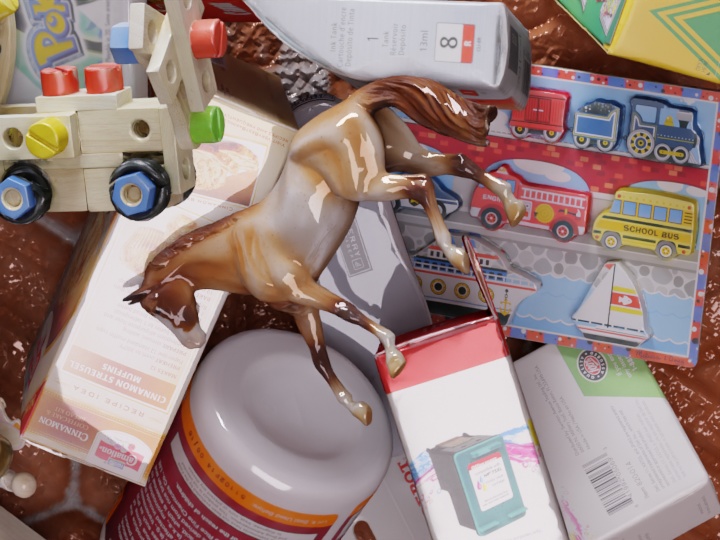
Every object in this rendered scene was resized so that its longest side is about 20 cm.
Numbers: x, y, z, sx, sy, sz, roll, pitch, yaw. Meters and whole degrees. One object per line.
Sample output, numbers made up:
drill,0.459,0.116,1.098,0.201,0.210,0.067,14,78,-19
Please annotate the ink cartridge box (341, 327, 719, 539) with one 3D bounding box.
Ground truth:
ink cartridge box,0.083,0.124,1.530,0.199,0.067,0.117,-28,67,2

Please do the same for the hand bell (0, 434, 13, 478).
hand bell,-0.268,0.033,1.442,0.104,0.104,0.200,-31,69,2

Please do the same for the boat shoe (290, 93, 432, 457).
boat shoe,0.000,0.000,1.502,0.068,0.057,0.201,-11,100,4

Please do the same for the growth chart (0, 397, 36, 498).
growth chart,-0.239,0.027,1.469,0.018,0.144,0.201,-32,110,-31

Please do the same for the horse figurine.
horse figurine,-0.008,-0.021,1.342,0.132,0.050,0.200,40,111,12

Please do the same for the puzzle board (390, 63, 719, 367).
puzzle board,0.092,-0.035,1.500,0.199,0.017,0.151,10,104,17

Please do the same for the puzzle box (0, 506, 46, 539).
puzzle box,-0.262,0.148,1.517,0.200,0.025,0.133,39,125,-14

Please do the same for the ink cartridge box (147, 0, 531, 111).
ink cartridge box,-0.018,-0.110,1.412,0.199,0.162,0.050,0,90,8

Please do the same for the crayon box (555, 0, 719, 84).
crayon box,0.196,-0.132,1.433,0.172,0.200,0.059,13,103,-9

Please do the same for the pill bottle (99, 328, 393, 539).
pill bottle,-0.072,0.132,1.485,0.113,0.113,0.200,24,131,-12

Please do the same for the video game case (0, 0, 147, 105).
video game case,-0.189,-0.166,1.355,0.181,0.022,0.201,6,106,21

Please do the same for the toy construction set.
toy construction set,-0.138,-0.088,1.299,0.199,0.092,0.132,3,104,32

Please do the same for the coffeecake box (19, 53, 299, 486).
coffeecake box,-0.107,-0.010,1.455,0.073,0.154,0.201,22,101,-11

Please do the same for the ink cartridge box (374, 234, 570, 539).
ink cartridge box,0.056,0.086,1.421,0.067,0.116,0.201,-18,90,1
